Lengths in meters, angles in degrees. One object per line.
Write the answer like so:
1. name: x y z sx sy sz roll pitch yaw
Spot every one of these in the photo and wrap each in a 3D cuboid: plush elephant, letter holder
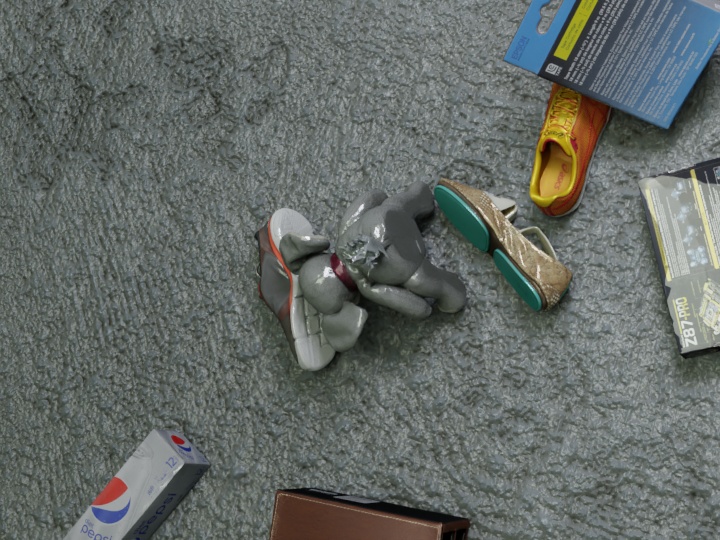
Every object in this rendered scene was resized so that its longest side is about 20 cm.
1. plush elephant: 0.000 0.000 1.415 0.155 0.200 0.165 -28 78 34
2. letter holder: 0.004 0.330 1.377 0.200 0.101 0.143 7 85 23

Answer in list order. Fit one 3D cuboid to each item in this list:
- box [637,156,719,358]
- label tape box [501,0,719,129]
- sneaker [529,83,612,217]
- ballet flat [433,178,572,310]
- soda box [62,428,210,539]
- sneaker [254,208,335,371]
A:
1. box: 0.396 -0.021 1.314 0.161 0.049 0.201 -15 75 16
2. label tape box: 0.272 -0.257 1.320 0.200 0.063 0.144 22 124 -6
3. sneaker: 0.237 -0.161 1.389 0.073 0.077 0.201 6 81 24
4. ballet flat: 0.166 -0.039 1.410 0.065 0.071 0.200 -33 70 -17
5. soda box: -0.278 0.289 1.512 0.063 0.068 0.200 43 97 23
6. sneaker: -0.082 0.029 1.495 0.082 0.077 0.201 -27 68 43
